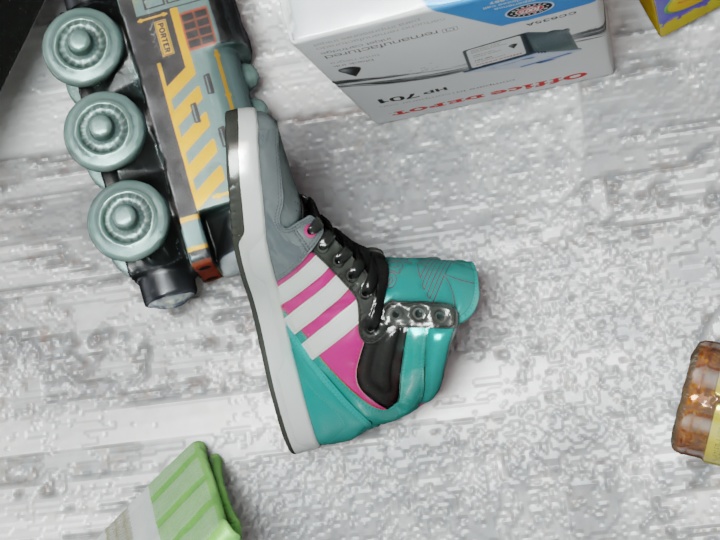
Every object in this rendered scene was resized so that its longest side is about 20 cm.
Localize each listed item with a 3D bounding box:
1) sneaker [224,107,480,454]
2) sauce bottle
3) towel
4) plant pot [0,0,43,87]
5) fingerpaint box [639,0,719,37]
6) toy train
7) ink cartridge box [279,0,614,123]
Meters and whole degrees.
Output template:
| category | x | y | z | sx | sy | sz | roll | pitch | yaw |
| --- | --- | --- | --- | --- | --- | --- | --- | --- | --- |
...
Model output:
| category | x | y | z | sx | sy | sz | roll | pitch | yaw |
| --- | --- | --- | --- | --- | --- | --- | --- | --- | --- |
| sneaker | 0.000 | 0.000 | 0.829 | 0.120 | 0.084 | 0.201 | -12 | 119 | 1 |
| sauce bottle | 0.260 | 0.088 | 0.794 | 0.199 | 0.066 | 0.066 | 16 | 85 | 14 |
| towel | -0.139 | 0.188 | 0.836 | 0.200 | 0.149 | 0.031 | -45 | 107 | 1 |
| plant pot | -0.301 | -0.197 | 0.872 | 0.199 | 0.177 | 0.200 | 24 | 86 | 32 |
| fingerpaint box | 0.211 | -0.251 | 0.850 | 0.199 | 0.073 | 0.167 | -28 | 74 | 8 |
| toy train | -0.108 | -0.082 | 0.897 | 0.113 | 0.085 | 0.201 | -17 | 78 | 0 |
| ink cartridge box | 0.049 | -0.146 | 0.807 | 0.146 | 0.200 | 0.086 | -11 | 80 | 11 |
